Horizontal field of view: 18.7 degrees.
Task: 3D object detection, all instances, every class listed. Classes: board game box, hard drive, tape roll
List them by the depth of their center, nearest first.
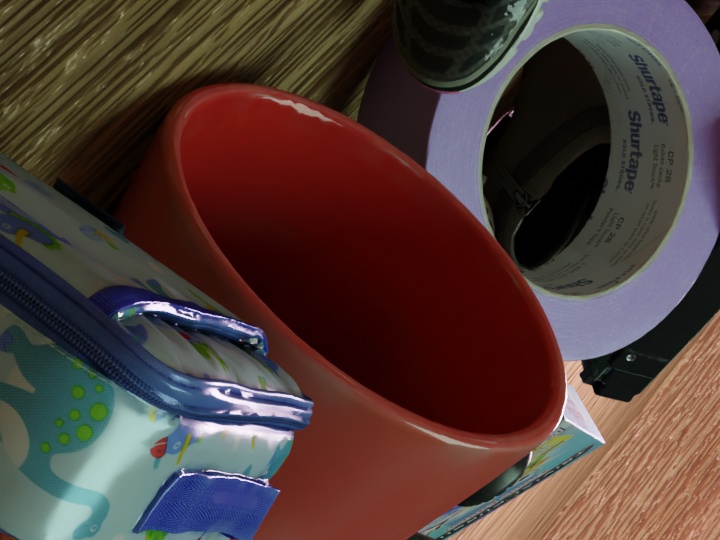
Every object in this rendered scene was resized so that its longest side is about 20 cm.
[{"bbox_3d":[0.096,-0.058,1.110,0.200,0.066,0.201,-8,104,-33],"label":"tape roll"},{"bbox_3d":[0.179,-0.038,1.218,0.200,0.038,0.140,-52,-148,39],"label":"hard drive"},{"bbox_3d":[0.065,0.119,1.341,0.151,0.047,0.200,-32,166,7],"label":"board game box"}]

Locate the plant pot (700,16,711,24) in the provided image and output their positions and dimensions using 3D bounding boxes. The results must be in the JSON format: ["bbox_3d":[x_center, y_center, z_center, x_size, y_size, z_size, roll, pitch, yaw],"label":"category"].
[{"bbox_3d":[0.187,-0.090,1.427,0.200,0.187,0.187,-34,159,-26],"label":"plant pot"}]

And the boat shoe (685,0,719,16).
[{"bbox_3d":[0.165,-0.192,1.165,0.200,0.072,0.072,27,58,-63],"label":"boat shoe"}]

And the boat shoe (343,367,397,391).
[{"bbox_3d":[-0.015,0.045,1.039,0.200,0.073,0.062,-20,147,22],"label":"boat shoe"}]

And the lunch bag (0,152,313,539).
[{"bbox_3d":[-0.100,0.023,0.672,0.083,0.161,0.200,-54,166,2],"label":"lunch bag"}]

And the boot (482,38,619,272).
[{"bbox_3d":[0.126,-0.091,1.248,0.200,0.070,0.146,-60,-162,16],"label":"boot"}]

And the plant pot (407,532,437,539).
[{"bbox_3d":[-0.012,0.222,1.071,0.200,0.200,0.196,59,52,-76],"label":"plant pot"}]

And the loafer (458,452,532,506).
[{"bbox_3d":[0.041,0.046,1.226,0.073,0.200,0.071,-34,124,4],"label":"loafer"}]

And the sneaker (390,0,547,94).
[{"bbox_3d":[0.052,-0.163,0.945,0.087,0.074,0.200,-34,151,-57],"label":"sneaker"}]

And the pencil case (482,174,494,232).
[{"bbox_3d":[0.000,0.000,1.156,0.089,0.078,0.200,-45,174,35],"label":"pencil case"}]

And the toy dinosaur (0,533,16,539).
[{"bbox_3d":[-0.143,0.117,1.035,0.182,0.105,0.200,79,13,-60],"label":"toy dinosaur"}]

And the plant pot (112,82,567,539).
[{"bbox_3d":[-0.045,0.051,0.915,0.177,0.200,0.200,-48,171,28],"label":"plant pot"}]
